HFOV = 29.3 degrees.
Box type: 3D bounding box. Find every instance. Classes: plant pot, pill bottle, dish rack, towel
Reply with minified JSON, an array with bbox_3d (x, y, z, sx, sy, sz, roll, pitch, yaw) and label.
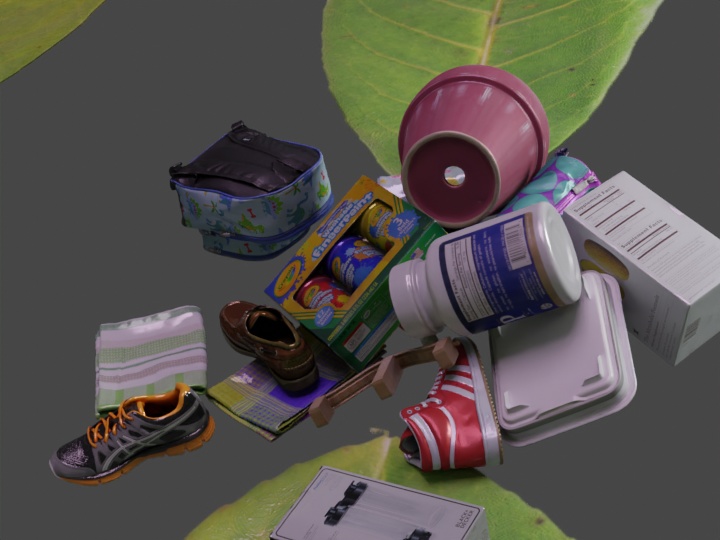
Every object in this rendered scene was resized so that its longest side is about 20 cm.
[{"bbox_3d":[0.133,-0.145,1.766,0.199,0.201,0.179,0,23,18],"label":"plant pot"},{"bbox_3d":[0.140,0.007,1.571,0.199,0.120,0.120,-19,30,22],"label":"pill bottle"},{"bbox_3d":[0.219,0.091,1.567,0.171,0.044,0.201,-23,44,22],"label":"dish rack"},{"bbox_3d":[-0.079,0.127,1.710,0.200,0.023,0.143,-35,40,-29],"label":"towel"},{"bbox_3d":[-0.271,0.112,1.771,0.148,0.031,0.200,-15,28,-2],"label":"towel"}]

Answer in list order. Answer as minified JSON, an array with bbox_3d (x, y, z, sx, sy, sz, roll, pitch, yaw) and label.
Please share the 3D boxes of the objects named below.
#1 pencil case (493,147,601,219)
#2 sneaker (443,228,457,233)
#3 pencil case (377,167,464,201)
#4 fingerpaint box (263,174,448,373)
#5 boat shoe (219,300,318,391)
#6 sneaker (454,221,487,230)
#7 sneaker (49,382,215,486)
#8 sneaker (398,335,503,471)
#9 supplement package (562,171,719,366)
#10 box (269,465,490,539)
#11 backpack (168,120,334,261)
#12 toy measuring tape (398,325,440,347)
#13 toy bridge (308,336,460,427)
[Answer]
[{"bbox_3d":[0.220,-0.063,1.708,0.200,0.085,0.092,-46,12,-35],"label":"pencil case"},{"bbox_3d":[0.071,-0.033,1.801,0.106,0.075,0.200,13,8,-28],"label":"sneaker"},{"bbox_3d":[0.121,-0.108,1.934,0.199,0.084,0.091,-10,10,3],"label":"pencil case"},{"bbox_3d":[0.000,0.000,1.711,0.200,0.073,0.167,-49,40,-4],"label":"fingerpaint box"},{"bbox_3d":[-0.117,0.073,1.719,0.072,0.068,0.200,-32,37,-23],"label":"boat shoe"},{"bbox_3d":[0.214,-0.027,1.806,0.199,0.079,0.089,17,32,28],"label":"sneaker"},{"bbox_3d":[-0.276,0.190,1.634,0.199,0.078,0.078,-21,36,-9],"label":"sneaker"},{"bbox_3d":[0.091,0.152,1.574,0.112,0.072,0.200,-10,36,-2],"label":"sneaker"},{"bbox_3d":[0.341,-0.005,1.639,0.109,0.114,0.200,-31,54,-26],"label":"supplement package"},{"bbox_3d":[0.021,0.279,1.419,0.199,0.060,0.117,9,40,29],"label":"box"},{"bbox_3d":[-0.141,-0.105,1.957,0.199,0.148,0.183,13,40,38],"label":"backpack"},{"bbox_3d":[0.082,0.062,1.704,0.073,0.074,0.200,-18,31,-8],"label":"toy measuring tape"},{"bbox_3d":[0.032,0.123,1.607,0.199,0.027,0.067,-27,13,24],"label":"toy bridge"}]
